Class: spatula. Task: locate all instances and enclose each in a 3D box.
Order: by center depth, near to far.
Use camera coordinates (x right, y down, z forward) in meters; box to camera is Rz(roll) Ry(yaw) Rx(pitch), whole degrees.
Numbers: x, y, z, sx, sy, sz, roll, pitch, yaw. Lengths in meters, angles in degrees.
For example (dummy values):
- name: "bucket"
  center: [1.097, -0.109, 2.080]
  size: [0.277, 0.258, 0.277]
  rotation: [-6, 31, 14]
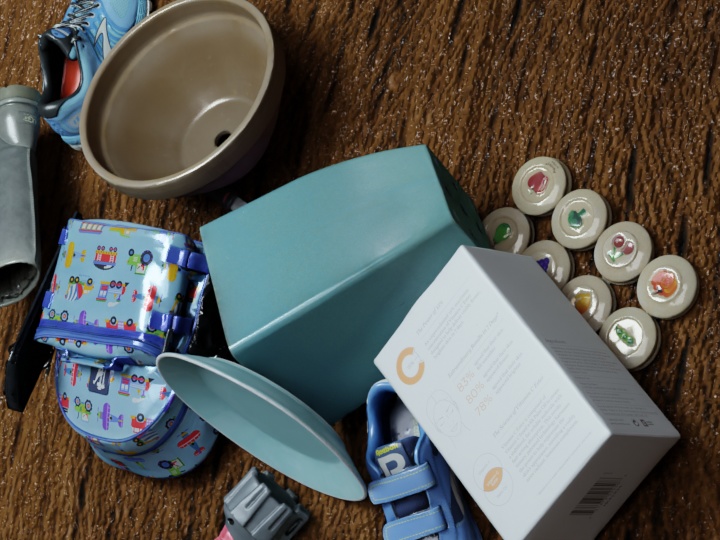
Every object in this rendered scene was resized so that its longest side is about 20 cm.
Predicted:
- name: "spatula"
  center: [-0.098, -0.052, 1.803]
  size: [0.199, 0.020, 0.057]
  rotation: [35, 96, 37]

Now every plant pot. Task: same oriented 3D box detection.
- name: "plant pot"
  center: [0.000, 0.000, 1.641]
  size: [0.199, 0.141, 0.142]
  rotation: [-31, 46, 13]
- name: "plant pot"
  center: [-0.141, -0.137, 1.806]
  size: [0.199, 0.093, 0.203]
  rotation: [-17, 53, 23]

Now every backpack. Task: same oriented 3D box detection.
- name: "backpack"
  center: [-0.191, 0.069, 1.753]
  size: [0.181, 0.134, 0.202]
  rotation: [13, 83, 36]

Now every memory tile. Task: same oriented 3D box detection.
- name: "memory tile"
  center: [0.161, 0.013, 1.614]
  size: [0.200, 0.017, 0.154]
  rotation: [41, 98, 36]

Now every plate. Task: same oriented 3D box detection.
- name: "plate"
  center: [-0.074, 0.118, 1.624]
  size: [0.199, 0.201, 0.026]
  rotation: [20, 67, 36]

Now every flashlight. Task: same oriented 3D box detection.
- name: "flashlight"
  center: [-0.136, 0.249, 1.693]
  size: [0.200, 0.068, 0.068]
  rotation: [-50, 52, 10]

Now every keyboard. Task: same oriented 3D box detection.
- name: "keyboard"
  center: [-0.290, 0.042, 1.813]
  size: [0.039, 0.105, 0.201]
  rotation: [10, 42, 7]

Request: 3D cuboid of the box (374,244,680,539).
- name: "box"
  center: [0.123, 0.096, 1.541]
  size: [0.125, 0.097, 0.200]
  rotation: [-53, 55, 24]

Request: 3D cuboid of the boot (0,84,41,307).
- name: "boot"
  center: [-0.350, -0.053, 1.912]
  size: [0.181, 0.072, 0.202]
  rotation: [-35, 55, 46]

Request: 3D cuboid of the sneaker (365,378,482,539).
- name: "sneaker"
  center: [0.042, 0.174, 1.594]
  size: [0.073, 0.082, 0.202]
  rotation: [-21, 65, 24]

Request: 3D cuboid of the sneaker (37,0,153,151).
- name: "sneaker"
  center: [-0.256, -0.219, 1.922]
  size: [0.078, 0.090, 0.202]
  rotation: [-2, 73, 33]
